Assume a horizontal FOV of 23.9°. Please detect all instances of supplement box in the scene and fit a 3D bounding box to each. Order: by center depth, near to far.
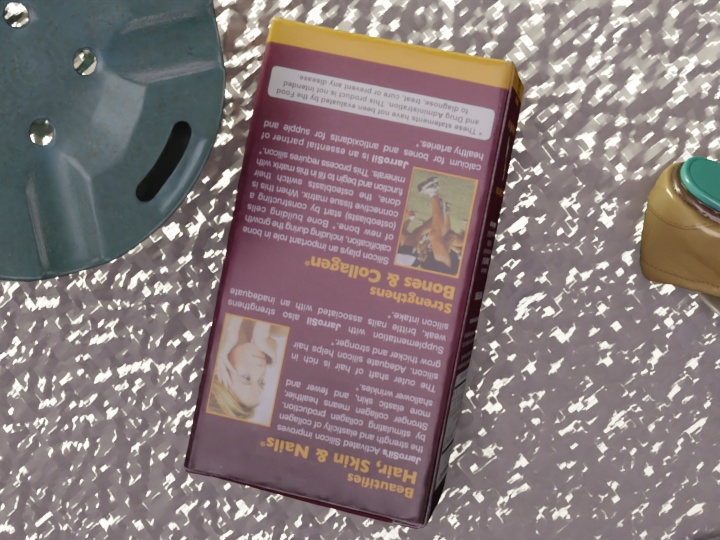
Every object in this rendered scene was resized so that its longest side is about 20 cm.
[{"bbox_3d":[0.000,0.000,0.756,0.109,0.086,0.202,12,92,8],"label":"supplement box"}]

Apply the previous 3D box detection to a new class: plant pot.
[{"bbox_3d":[-0.153,-0.083,0.685,0.198,0.196,0.203,-4,99,-22],"label":"plant pot"}]

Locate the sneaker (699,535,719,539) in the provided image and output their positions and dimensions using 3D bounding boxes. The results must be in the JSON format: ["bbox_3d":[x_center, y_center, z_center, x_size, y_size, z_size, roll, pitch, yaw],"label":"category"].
[{"bbox_3d":[0.121,0.202,0.755,0.198,0.074,0.116,-25,100,5],"label":"sneaker"}]

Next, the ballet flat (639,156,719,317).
[{"bbox_3d":[0.215,0.014,0.743,0.199,0.069,0.063,26,122,10],"label":"ballet flat"}]
